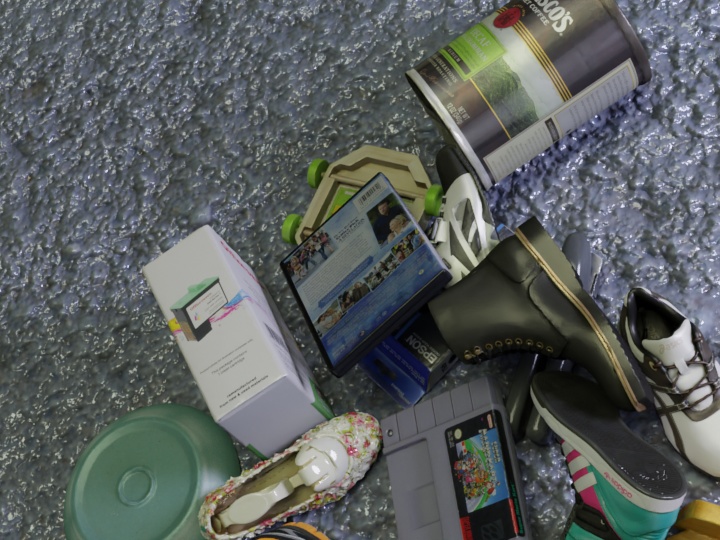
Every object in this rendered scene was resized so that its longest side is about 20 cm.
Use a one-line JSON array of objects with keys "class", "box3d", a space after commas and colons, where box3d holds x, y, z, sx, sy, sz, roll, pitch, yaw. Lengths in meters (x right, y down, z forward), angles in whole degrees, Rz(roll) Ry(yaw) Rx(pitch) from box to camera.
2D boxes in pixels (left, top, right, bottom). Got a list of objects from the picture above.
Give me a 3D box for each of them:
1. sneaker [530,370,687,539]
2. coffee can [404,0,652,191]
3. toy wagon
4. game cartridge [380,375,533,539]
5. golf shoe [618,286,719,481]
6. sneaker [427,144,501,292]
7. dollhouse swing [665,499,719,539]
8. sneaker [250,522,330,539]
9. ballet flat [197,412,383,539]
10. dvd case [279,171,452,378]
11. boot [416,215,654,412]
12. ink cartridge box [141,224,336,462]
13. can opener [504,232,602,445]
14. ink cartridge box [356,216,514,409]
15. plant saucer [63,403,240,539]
[{"class": "sneaker", "box3d": [0.202, 0.182, 1.237, 0.084, 0.121, 0.200, -4, 30, -24]}, {"class": "coffee can", "box3d": [0.166, -0.193, 1.422, 0.200, 0.146, 0.146, -35, 56, 3]}, {"class": "toy wagon", "box3d": [-0.005, -0.036, 1.474, 0.155, 0.040, 0.200, 15, 71, 28]}, {"class": "game cartridge", "box3d": [0.087, 0.205, 1.293, 0.130, 0.038, 0.200, -29, 54, 31]}, {"class": "golf shoe", "box3d": [0.284, 0.099, 1.252, 0.078, 0.094, 0.200, -34, 58, 1]}, {"class": "sneaker", "box3d": [0.089, -0.025, 1.353, 0.088, 0.074, 0.200, -18, 68, 4]}, {"class": "dollhouse swing", "box3d": [0.277, 0.279, 1.111, 0.182, 0.176, 0.200, 16, 72, 28]}, {"class": "sneaker", "box3d": [-0.024, 0.288, 1.276, 0.200, 0.077, 0.078, 18, 94, 35]}, {"class": "ballet flat", "box3d": [-0.065, 0.203, 1.349, 0.200, 0.064, 0.076, -33, 88, 2]}, {"class": "dvd case", "box3d": [0.000, 0.000, 1.366, 0.143, 0.018, 0.200, -42, 34, 9]}, {"class": "boot", "box3d": [0.154, 0.069, 1.258, 0.138, 0.077, 0.200, -35, 59, 7]}, {"class": "ink cartridge box", "box3d": [-0.117, 0.075, 1.397, 0.084, 0.145, 0.200, -33, 57, 3]}, {"class": "can opener", "box3d": [0.175, 0.060, 1.332, 0.053, 0.067, 0.200, 10, 68, 27]}, {"class": "ink cartridge box", "box3d": [0.077, 0.032, 1.396, 0.099, 0.039, 0.200, 40, 84, 23]}, {"class": "plant saucer", "box3d": [-0.218, 0.221, 1.428, 0.200, 0.036, 0.200, -10, 60, 18]}]
